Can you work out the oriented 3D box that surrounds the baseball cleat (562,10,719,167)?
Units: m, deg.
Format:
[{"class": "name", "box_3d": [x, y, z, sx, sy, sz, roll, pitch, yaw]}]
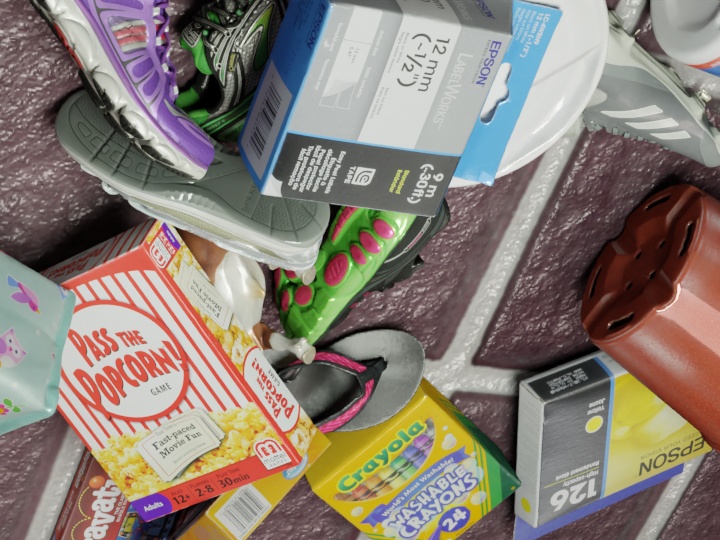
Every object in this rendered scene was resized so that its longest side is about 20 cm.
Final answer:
[{"class": "baseball cleat", "box_3d": [0.199, -0.126, 1.503, 0.106, 0.070, 0.200, -40, 123, 16]}]

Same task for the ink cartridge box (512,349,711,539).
[{"class": "ink cartridge box", "box_3d": [0.227, 0.150, 1.728, 0.196, 0.047, 0.202, -20, 130, -23]}]

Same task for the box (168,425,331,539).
[{"class": "box", "box_3d": [-0.105, 0.192, 1.524, 0.119, 0.041, 0.200, -46, 179, -34]}]

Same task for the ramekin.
[{"class": "ramekin", "box_3d": [0.067, -0.166, 1.372, 0.200, 0.094, 0.204, -12, 128, -15]}]

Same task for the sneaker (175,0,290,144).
[{"class": "sneaker", "box_3d": [-0.072, -0.167, 1.318, 0.084, 0.078, 0.201, -1, 126, -25]}]

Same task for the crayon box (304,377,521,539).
[{"class": "crayon box", "box_3d": [0.033, 0.161, 1.649, 0.125, 0.052, 0.200, -40, 132, 7]}]

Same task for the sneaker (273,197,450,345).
[{"class": "sneaker", "box_3d": [0.000, 0.000, 1.451, 0.083, 0.077, 0.200, 0, 155, -35]}]

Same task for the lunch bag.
[{"class": "lunch bag", "box_3d": [-0.321, 0.050, 1.321, 0.199, 0.123, 0.170, -22, 138, 32]}]

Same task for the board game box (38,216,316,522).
[{"class": "board game box", "box_3d": [-0.148, 0.073, 1.402, 0.151, 0.046, 0.201, -23, 112, 30]}]

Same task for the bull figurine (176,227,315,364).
[{"class": "bull figurine", "box_3d": [-0.093, 0.030, 1.445, 0.065, 0.121, 0.202, -37, 136, -40]}]

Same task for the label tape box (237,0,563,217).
[{"class": "label tape box", "box_3d": [0.036, -0.113, 1.293, 0.198, 0.066, 0.144, 7, 122, -26]}]

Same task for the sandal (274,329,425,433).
[{"class": "sandal", "box_3d": [-0.038, 0.098, 1.547, 0.198, 0.045, 0.076, -15, 89, -13]}]

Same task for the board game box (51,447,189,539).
[{"class": "board game box", "box_3d": [-0.192, 0.198, 1.588, 0.102, 0.019, 0.201, 6, 122, -29]}]

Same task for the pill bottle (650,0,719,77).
[{"class": "pill bottle", "box_3d": [0.324, -0.186, 1.477, 0.199, 0.113, 0.113, 14, 119, -34]}]

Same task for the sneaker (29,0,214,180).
[{"class": "sneaker", "box_3d": [-0.146, -0.149, 1.257, 0.083, 0.081, 0.201, -34, 104, -10]}]

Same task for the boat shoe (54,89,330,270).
[{"class": "boat shoe", "box_3d": [-0.117, -0.059, 1.338, 0.200, 0.075, 0.065, 23, 150, 3]}]

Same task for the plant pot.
[{"class": "plant pot", "box_3d": [0.296, 0.043, 1.581, 0.194, 0.201, 0.201, 33, 109, -19]}]
